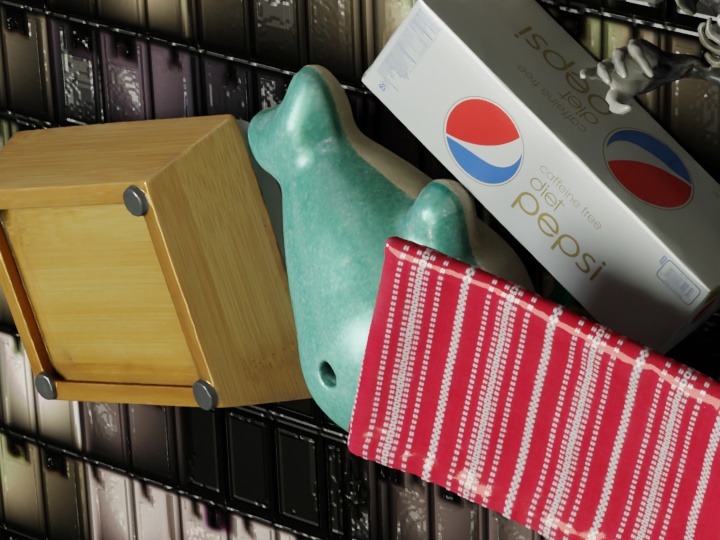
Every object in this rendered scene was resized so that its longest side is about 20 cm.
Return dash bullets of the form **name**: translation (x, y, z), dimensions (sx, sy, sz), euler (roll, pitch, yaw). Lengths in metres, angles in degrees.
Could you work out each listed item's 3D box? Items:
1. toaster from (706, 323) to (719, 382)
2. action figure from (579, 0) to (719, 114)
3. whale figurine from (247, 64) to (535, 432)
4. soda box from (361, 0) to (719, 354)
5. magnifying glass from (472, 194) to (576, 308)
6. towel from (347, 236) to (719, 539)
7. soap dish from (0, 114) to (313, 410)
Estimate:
- **toaster**: translation (0.251, 0.085, 1.347), dimensions (0.200, 0.114, 0.129), euler (-3, 113, 40)
- **action figure**: translation (0.141, -0.127, 1.331), dimensions (0.200, 0.102, 0.119), euler (29, 116, 26)
- **whale figurine**: translation (0.000, 0.000, 1.474), dimensions (0.200, 0.104, 0.159), euler (57, 146, 4)
- **soda box**: translation (0.100, -0.053, 1.423), dimensions (0.200, 0.068, 0.064), euler (46, 132, 10)
- **magnifying glass**: translation (0.031, -0.015, 1.533), dimensions (0.200, 0.022, 0.080), euler (4, 116, 35)
- **towel**: translation (0.090, 0.074, 1.368), dimensions (0.200, 0.022, 0.145), euler (25, 136, 12)
- **soap dish**: translation (-0.118, 0.000, 1.596), dimensions (0.200, 0.081, 0.157), euler (-1, 112, 49)
